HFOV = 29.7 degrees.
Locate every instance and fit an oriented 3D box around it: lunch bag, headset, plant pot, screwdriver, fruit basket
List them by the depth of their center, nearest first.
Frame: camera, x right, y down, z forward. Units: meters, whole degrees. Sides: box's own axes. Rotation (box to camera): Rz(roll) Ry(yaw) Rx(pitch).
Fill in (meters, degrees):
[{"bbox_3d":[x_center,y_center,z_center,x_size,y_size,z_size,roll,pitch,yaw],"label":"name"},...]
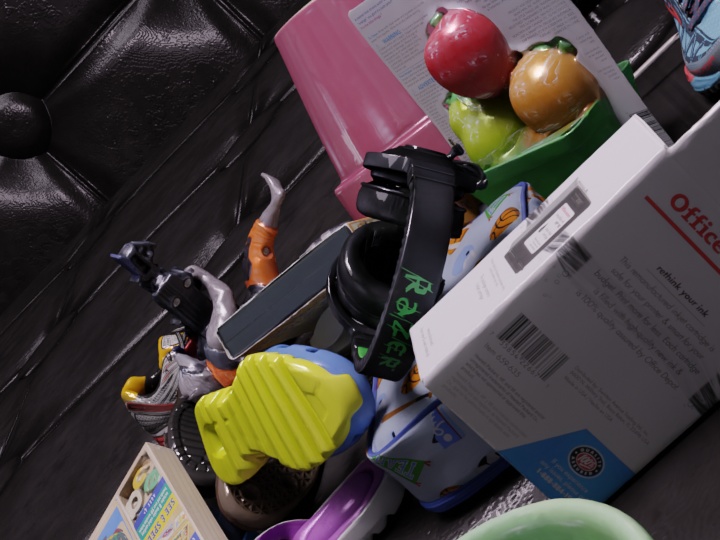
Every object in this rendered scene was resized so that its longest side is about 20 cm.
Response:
[{"bbox_3d":[0.036,-0.018,0.789,0.200,0.094,0.124,-91,16,-58],"label":"headset"},{"bbox_3d":[0.071,0.044,0.826,0.160,0.076,0.200,-43,18,25],"label":"lunch bag"},{"bbox_3d":[0.103,-0.132,0.923,0.094,0.200,0.185,-41,10,-33],"label":"fruit basket"},{"bbox_3d":[0.164,-0.102,1.002,0.200,0.028,0.029,-40,49,22],"label":"screwdriver"},{"bbox_3d":[0.033,-0.154,1.100,0.200,0.179,0.200,-37,3,2],"label":"plant pot"}]

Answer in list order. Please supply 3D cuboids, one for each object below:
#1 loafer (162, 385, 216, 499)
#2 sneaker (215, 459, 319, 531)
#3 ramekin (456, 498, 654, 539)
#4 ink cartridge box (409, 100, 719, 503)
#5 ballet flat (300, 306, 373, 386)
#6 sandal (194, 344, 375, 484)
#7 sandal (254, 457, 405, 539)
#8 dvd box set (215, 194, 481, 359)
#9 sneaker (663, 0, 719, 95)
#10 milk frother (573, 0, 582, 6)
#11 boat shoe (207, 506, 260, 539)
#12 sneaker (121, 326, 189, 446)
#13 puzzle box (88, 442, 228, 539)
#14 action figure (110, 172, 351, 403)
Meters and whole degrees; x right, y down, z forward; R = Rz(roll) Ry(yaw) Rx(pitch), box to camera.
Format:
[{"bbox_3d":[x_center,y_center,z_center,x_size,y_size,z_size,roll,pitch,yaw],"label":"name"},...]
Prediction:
[{"bbox_3d":[-0.128,0.143,1.139,0.200,0.073,0.072,-94,21,-71],"label":"loafer"},{"bbox_3d":[-0.071,0.140,1.014,0.076,0.070,0.200,-61,6,29],"label":"sneaker"},{"bbox_3d":[0.061,0.190,0.476,0.200,0.098,0.200,-43,17,17],"label":"ramekin"},{"bbox_3d":[0.135,0.010,0.663,0.200,0.116,0.067,-44,16,12],"label":"ink cartridge box"},{"bbox_3d":[0.024,0.029,0.968,0.200,0.075,0.068,-38,46,28],"label":"ballet flat"},{"bbox_3d":[-0.038,0.083,0.863,0.087,0.080,0.200,-21,0,-27],"label":"sandal"},{"bbox_3d":[-0.053,0.188,0.853,0.203,0.050,0.082,-49,16,-3],"label":"sandal"},{"bbox_3d":[0.000,0.000,1.014,0.146,0.029,0.200,-39,-11,32],"label":"dvd box set"},{"bbox_3d":[0.225,-0.189,0.916,0.079,0.095,0.200,-42,18,22],"label":"sneaker"},{"bbox_3d":[0.136,-0.323,1.270,0.188,0.200,0.180,-48,13,-1],"label":"milk frother"},{"bbox_3d":[-0.152,0.215,1.010,0.200,0.069,0.084,-38,19,33],"label":"boat shoe"},{"bbox_3d":[-0.145,0.083,1.265,0.200,0.082,0.078,-43,17,16],"label":"sneaker"},{"bbox_3d":[-0.163,0.234,0.921,0.200,0.025,0.133,-59,37,9],"label":"puzzle box"},{"bbox_3d":[-0.096,0.021,1.100,0.104,0.200,0.194,26,83,50],"label":"action figure"}]
